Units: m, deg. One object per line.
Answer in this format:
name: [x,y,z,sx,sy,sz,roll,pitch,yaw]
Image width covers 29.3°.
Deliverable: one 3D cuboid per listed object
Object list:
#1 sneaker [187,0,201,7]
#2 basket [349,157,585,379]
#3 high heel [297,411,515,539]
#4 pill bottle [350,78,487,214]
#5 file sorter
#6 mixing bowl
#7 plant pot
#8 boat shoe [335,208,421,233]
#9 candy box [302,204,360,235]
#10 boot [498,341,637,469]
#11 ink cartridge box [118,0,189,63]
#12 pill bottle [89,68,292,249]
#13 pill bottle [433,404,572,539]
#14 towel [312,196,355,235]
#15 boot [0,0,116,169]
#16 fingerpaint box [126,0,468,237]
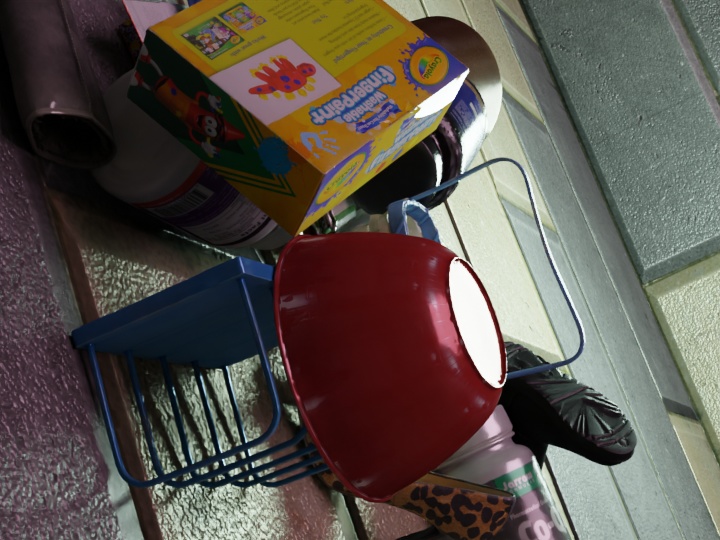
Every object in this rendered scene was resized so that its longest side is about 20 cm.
sneaker: [-0.107,-0.202,1.225,0.200,0.076,0.077,65,14,1]
basket: [0.068,0.020,1.137,0.139,0.200,0.177,7,62,-79]
high heel: [0.038,0.157,1.191,0.200,0.142,0.071,61,19,-7]
pill bottle: [0.049,-0.117,1.277,0.112,0.112,0.200,60,22,-11]
file sorter: [-0.080,0.083,0.989,0.200,0.139,0.123,19,50,-64]
mixing bowl: [0.034,0.051,0.967,0.200,0.108,0.200,51,27,-40]
plant pot: [0.046,-0.216,1.691,0.200,0.187,0.187,-17,81,-56]
boat shoe: [0.000,0.000,1.259,0.200,0.069,0.071,-40,122,-32]
candy box: [-0.041,-0.113,1.378,0.200,0.056,0.117,65,-26,5]
boot: [0.187,0.185,1.456,0.198,0.163,0.073,36,39,29]
ink cartridge box: [-0.164,-0.183,1.249,0.109,0.050,0.200,65,20,1]
pill bottle: [-0.123,-0.083,1.130,0.200,0.111,0.112,30,38,-59]
pill bottle: [0.141,0.246,1.395,0.200,0.113,0.113,66,19,6]
towel: [-0.047,-0.134,1.196,0.153,0.023,0.200,-43,116,-79]
boot: [-0.254,-0.188,1.012,0.182,0.072,0.200,31,44,-55]
fingerpaint box: [-0.043,-0.139,1.027,0.167,0.073,0.200,39,45,10]
